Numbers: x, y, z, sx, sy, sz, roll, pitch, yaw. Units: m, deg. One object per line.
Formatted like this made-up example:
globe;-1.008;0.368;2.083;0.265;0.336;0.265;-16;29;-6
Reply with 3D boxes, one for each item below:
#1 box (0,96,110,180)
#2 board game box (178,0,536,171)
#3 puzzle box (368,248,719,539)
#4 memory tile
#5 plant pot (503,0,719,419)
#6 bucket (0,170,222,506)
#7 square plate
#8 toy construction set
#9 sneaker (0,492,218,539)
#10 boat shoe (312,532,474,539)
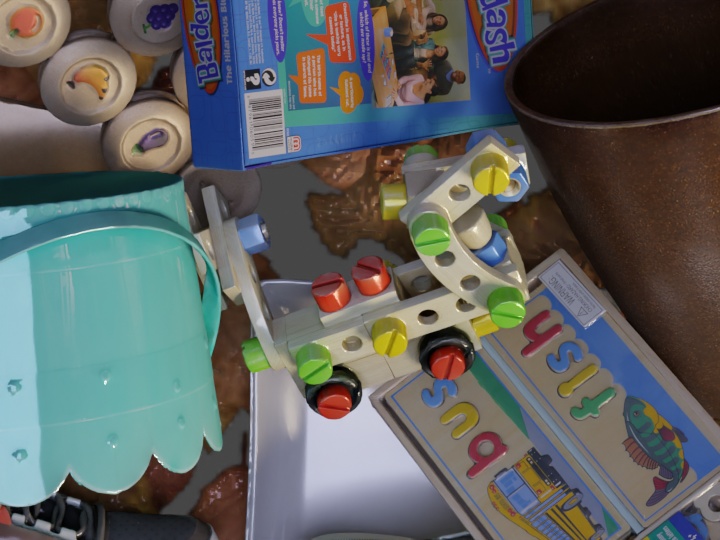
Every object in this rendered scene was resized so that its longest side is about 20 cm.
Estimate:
box;-0.217;0.004;1.118;0.163;0.021;0.200;11;98;-6
board game box;0.001;-0.137;1.046;0.200;0.045;0.152;-11;101;-39
puzzle box;0.110;0.099;1.067;0.133;0.025;0.200;-38;61;-2
memory tile;-0.086;-0.116;1.061;0.153;0.017;0.200;-42;128;8
plant pot;0.189;-0.030;1.078;0.187;0.187;0.200;-19;116;-1
bucket;-0.167;0.027;1.015;0.207;0.207;0.135;-5;98;-3
square plate;0.037;0.103;1.150;0.200;0.028;0.198;2;98;-4
toy construction set;0.000;0.000;1.060;0.200;0.092;0.131;-9;132;21
sneaker;-0.175;0.142;1.110;0.200;0.077;0.082;-7;111;-3
boat shoe;0.061;0.170;1.109;0.200;0.062;0.073;-2;100;-4
